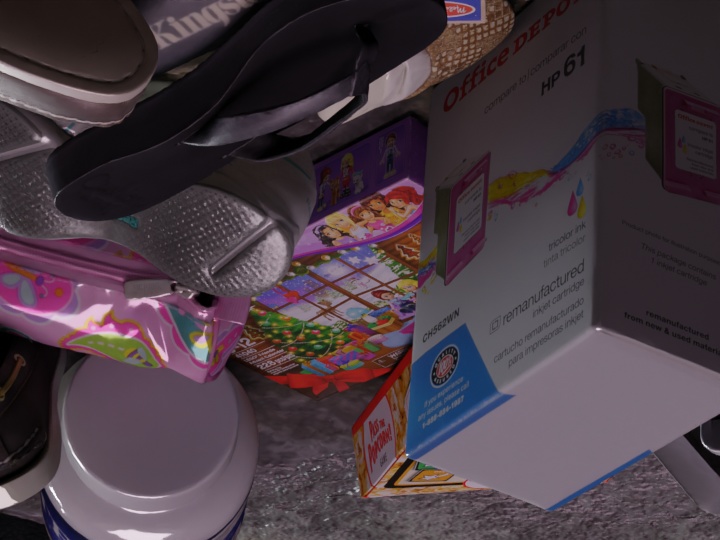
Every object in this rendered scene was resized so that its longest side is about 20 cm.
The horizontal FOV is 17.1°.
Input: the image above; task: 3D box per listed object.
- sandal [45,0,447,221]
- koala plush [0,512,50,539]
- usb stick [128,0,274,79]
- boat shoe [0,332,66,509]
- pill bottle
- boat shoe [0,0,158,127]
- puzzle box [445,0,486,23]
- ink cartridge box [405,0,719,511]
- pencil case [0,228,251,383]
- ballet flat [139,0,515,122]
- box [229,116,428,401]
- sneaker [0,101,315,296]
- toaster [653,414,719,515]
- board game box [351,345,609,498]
[{"bbox_3d":[-0.041,-0.064,0.989,0.200,0.043,0.076,-31,155,29],"label":"sandal"},{"bbox_3d":[-0.235,0.185,1.424,0.200,0.184,0.177,19,180,-16],"label":"koala plush"},{"bbox_3d":[-0.064,-0.115,0.976,0.200,0.033,0.055,-22,127,28],"label":"usb stick"},{"bbox_3d":[-0.189,0.044,1.207,0.072,0.201,0.061,-23,118,-2],"label":"boat shoe"},{"bbox_3d":[-0.116,0.103,1.304,0.120,0.120,0.200,5,161,-5],"label":"pill bottle"},{"bbox_3d":[-0.171,-0.107,0.971,0.200,0.072,0.060,27,137,11],"label":"boat shoe"},{"bbox_3d":[-0.048,-0.153,0.976,0.200,0.025,0.133,0,144,4],"label":"puzzle box"},{"bbox_3d":[0.094,-0.019,1.040,0.085,0.200,0.145,22,144,-24],"label":"ink cartridge box"},{"bbox_3d":[-0.148,-0.005,1.161,0.200,0.087,0.087,16,149,1],"label":"pencil case"},{"bbox_3d":[-0.032,-0.091,1.054,0.200,0.065,0.071,-2,143,5],"label":"ballet flat"},{"bbox_3d":[0.000,0.000,1.234,0.137,0.039,0.200,29,141,-36],"label":"box"},{"bbox_3d":[-0.115,-0.052,1.107,0.200,0.080,0.070,21,129,7],"label":"sneaker"},{"bbox_3d":[0.225,0.001,1.090,0.181,0.200,0.119,-9,146,33],"label":"toaster"},{"bbox_3d":[0.092,0.070,1.290,0.151,0.046,0.200,-2,158,-16],"label":"board game box"}]
